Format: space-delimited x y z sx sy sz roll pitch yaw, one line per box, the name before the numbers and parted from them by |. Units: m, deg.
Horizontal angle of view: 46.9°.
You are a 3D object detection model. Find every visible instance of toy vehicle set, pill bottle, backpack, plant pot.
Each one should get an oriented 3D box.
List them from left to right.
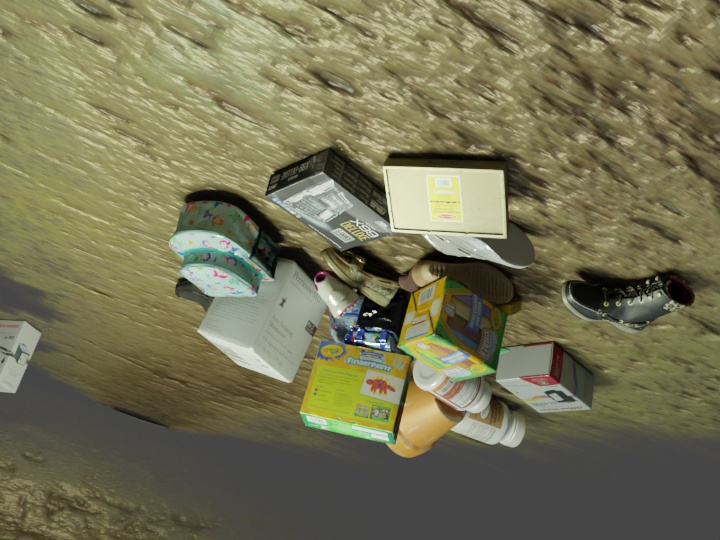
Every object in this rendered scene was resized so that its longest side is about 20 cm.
backpack | -0.270 -0.043 1.603 0.174 0.153 0.201 -1 146 29
backpack | 0.015 0.130 1.806 0.195 0.137 0.183 5 152 23
plant pot | 0.165 0.351 2.111 0.198 0.204 0.182 30 138 -31
toy vehicle set | 0.138 -0.116 1.329 0.195 0.027 0.127 5 128 18
pill bottle | 0.225 0.266 1.990 0.111 0.115 0.199 -13 144 43
pill bottle | 0.330 0.391 2.179 0.196 0.117 0.114 22 153 -17

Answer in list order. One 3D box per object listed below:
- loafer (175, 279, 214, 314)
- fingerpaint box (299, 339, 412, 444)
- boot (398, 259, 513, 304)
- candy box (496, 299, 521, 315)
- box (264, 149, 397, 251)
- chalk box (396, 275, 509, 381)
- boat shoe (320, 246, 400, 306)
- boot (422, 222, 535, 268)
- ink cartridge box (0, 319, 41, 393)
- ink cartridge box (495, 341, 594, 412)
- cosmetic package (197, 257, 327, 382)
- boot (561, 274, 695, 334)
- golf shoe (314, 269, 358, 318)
loafer | -0.347 0.068 1.927 0.195 0.074 0.073 6 154 17
fingerpaint box | -0.005 0.247 1.698 0.195 0.170 0.074 9 151 13
boot | 0.184 0.026 1.623 0.195 0.074 0.166 16 168 -12
candy box | 0.216 0.070 1.658 0.195 0.027 0.102 1 -173 24
box | -0.043 -0.117 1.444 0.156 0.051 0.199 -14 142 43
chalk box | 0.189 0.123 1.553 0.198 0.126 0.124 31 149 -21
boat shoe | 0.000 0.000 1.648 0.199 0.063 0.074 34 -168 -40
boot | 0.201 -0.053 1.443 0.197 0.075 0.096 27 158 -7
ink cartridge box | -1.077 0.257 2.507 0.143 0.204 0.086 -1 150 25
ink cartridge box | 0.423 0.247 1.889 0.144 0.085 0.199 -13 143 41
cosmetic package | -0.198 0.092 1.724 0.162 0.203 0.165 12 158 35
boot | 0.477 0.043 1.482 0.200 0.075 0.153 20 150 -21
golf shoe | -0.053 0.030 1.674 0.092 0.075 0.200 49 180 -11
